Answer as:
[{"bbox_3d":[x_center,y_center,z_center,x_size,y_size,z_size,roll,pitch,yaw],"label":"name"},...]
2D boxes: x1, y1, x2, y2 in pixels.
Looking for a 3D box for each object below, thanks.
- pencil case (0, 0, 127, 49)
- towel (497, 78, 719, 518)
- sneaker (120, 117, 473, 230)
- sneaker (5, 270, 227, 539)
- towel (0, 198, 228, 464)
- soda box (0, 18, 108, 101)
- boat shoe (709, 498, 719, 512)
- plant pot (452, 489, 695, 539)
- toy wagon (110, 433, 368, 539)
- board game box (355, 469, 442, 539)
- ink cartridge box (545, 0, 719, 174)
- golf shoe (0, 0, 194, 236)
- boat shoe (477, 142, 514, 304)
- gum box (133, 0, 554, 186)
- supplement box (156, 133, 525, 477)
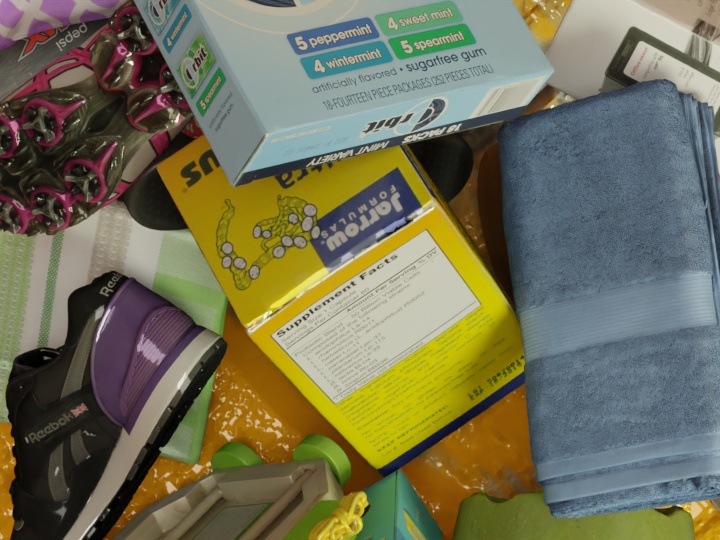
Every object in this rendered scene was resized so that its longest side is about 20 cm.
[{"bbox_3d":[-0.108,-0.162,1.265,0.198,0.084,0.086,-7,112,4],"label":"pencil case"},{"bbox_3d":[0.128,0.015,1.224,0.111,0.048,0.202,-11,81,27],"label":"towel"},{"bbox_3d":[-0.045,-0.079,1.327,0.200,0.108,0.068,-5,132,-25],"label":"sneaker"},{"bbox_3d":[-0.152,0.085,1.316,0.087,0.076,0.201,36,114,5],"label":"sneaker"},{"bbox_3d":[-0.170,0.023,1.326,0.198,0.031,0.150,14,121,3],"label":"towel"},{"bbox_3d":[-0.157,-0.134,1.337,0.199,0.063,0.071,-34,90,4],"label":"soda box"},{"bbox_3d":[0.242,0.044,1.313,0.071,0.070,0.201,32,93,3],"label":"boat shoe"},{"bbox_3d":[0.106,0.213,1.281,0.198,0.200,0.192,4,79,3],"label":"plant pot"},{"bbox_3d":[-0.066,0.143,1.268,0.155,0.199,0.040,-44,112,-38],"label":"toy wagon"},{"bbox_3d":[-0.033,0.192,1.231,0.150,0.200,0.047,-31,106,12],"label":"board game box"},{"bbox_3d":[0.165,-0.120,1.286,0.199,0.116,0.068,28,123,3],"label":"ink cartridge box"},{"bbox_3d":[-0.118,-0.082,1.235,0.199,0.092,0.073,-31,98,36],"label":"golf shoe"},{"bbox_3d":[0.125,0.020,1.327,0.070,0.070,0.201,-22,93,-34],"label":"boat shoe"},{"bbox_3d":[-0.028,-0.148,1.162,0.169,0.045,0.201,-15,66,-35],"label":"gum box"},{"bbox_3d":[0.000,0.000,1.250,0.108,0.200,0.110,-34,59,3],"label":"supplement box"}]
